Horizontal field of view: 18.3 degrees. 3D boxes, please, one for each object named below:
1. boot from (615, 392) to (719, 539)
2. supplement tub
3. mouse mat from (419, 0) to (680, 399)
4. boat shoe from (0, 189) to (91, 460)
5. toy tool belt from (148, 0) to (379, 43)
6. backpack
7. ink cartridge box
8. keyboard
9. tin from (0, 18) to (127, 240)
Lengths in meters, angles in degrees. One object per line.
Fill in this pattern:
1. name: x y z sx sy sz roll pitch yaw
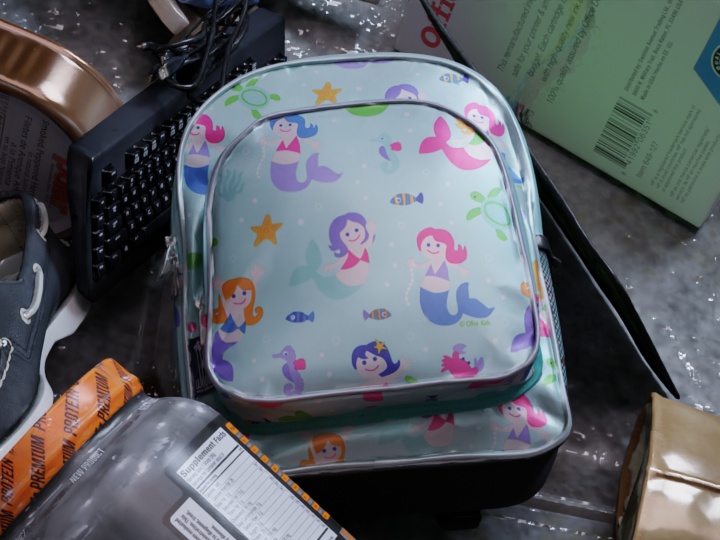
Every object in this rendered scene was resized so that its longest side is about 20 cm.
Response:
1. boot: 0.214 0.153 1.026 0.199 0.066 0.175 19 36 -4
2. supplement tub: -0.059 0.136 0.882 0.200 0.123 0.123 42 50 2
3. mouse mat: 0.092 -0.036 1.091 0.008 0.161 0.200 -32 62 3
4. boat shoe: -0.167 0.029 0.953 0.075 0.060 0.200 -20 22 10
5. toy tool belt: -0.073 -0.169 1.147 0.123 0.125 0.200 47 35 15
6. backpack: 0.000 0.000 0.989 0.177 0.151 0.201 -4 63 -2
7. ink cartridge box: 0.148 -0.158 1.201 0.200 0.147 0.145 32 49 8
8. keyboard: -0.073 -0.067 1.051 0.040 0.104 0.200 7 28 22
9. tin: -0.202 -0.077 1.039 0.200 0.112 0.042 22 54 1
